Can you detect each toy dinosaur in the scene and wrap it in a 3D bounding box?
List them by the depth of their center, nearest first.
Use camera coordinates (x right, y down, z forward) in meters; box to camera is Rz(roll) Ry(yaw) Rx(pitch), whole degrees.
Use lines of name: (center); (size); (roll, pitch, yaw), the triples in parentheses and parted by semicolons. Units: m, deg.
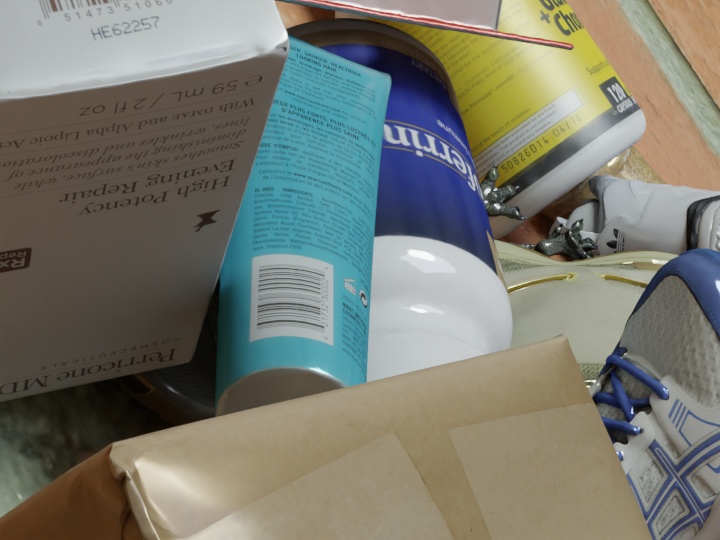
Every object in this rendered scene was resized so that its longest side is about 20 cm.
toy dinosaur: (0.058, -0.006, 0.957); (0.199, 0.088, 0.048); (10, 53, -50)

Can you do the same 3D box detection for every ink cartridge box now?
ink cartridge box: (-0.026, -0.136, 0.851); (0.198, 0.044, 0.173); (7, 7, -21)

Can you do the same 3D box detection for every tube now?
tube: (-0.023, -0.023, 0.721); (0.077, 0.050, 0.201); (25, 41, -23)

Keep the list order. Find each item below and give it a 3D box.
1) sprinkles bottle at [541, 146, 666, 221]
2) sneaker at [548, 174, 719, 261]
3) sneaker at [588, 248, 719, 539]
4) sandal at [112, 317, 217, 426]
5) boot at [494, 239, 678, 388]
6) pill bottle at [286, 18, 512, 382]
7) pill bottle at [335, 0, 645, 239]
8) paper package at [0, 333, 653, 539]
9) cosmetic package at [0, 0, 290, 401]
sprinkles bottle: (0.192, 0.010, 1.150); (0.200, 0.068, 0.068); (46, 31, -13)
sneaker: (0.186, -0.016, 1.071); (0.199, 0.114, 0.076); (-1, 99, -60)
sneaker: (0.096, 0.086, 0.751); (0.088, 0.202, 0.075); (10, 10, -33)
sandal: (-0.087, -0.027, 0.807); (0.081, 0.054, 0.201); (27, 40, -38)
boot: (0.125, 0.050, 0.886); (0.198, 0.073, 0.155); (9, 24, -24)
pill bottle: (0.000, 0.000, 0.811); (0.115, 0.116, 0.201); (29, 35, -36)
pill bottle: (0.056, -0.126, 1.053); (0.201, 0.112, 0.112); (55, 30, 2)
paper package: (-0.033, 0.112, 0.587); (0.199, 0.190, 0.104); (-11, 72, -47)
cosmetic package: (-0.095, -0.033, 0.640); (0.101, 0.200, 0.075); (-12, 63, -19)
